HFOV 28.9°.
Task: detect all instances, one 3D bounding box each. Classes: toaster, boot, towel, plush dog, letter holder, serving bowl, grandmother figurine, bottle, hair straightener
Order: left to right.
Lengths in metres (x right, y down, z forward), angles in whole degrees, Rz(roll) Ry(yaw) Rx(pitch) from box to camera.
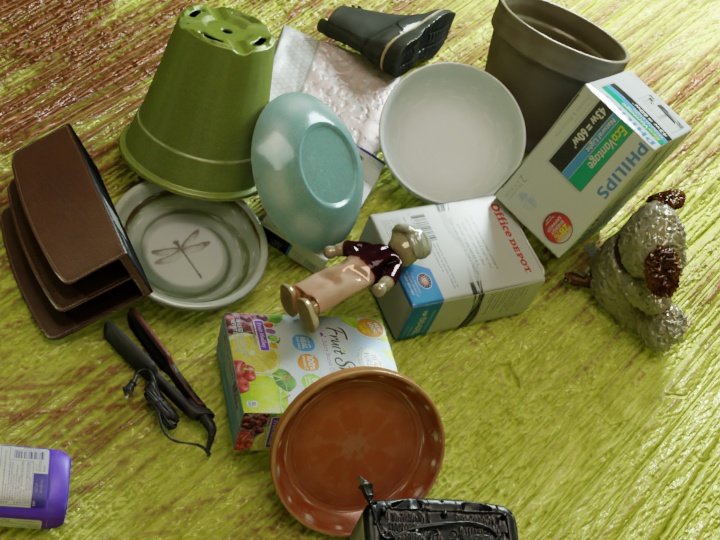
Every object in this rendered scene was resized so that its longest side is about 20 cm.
[{"bbox_3d":[-0.404,0.221,1.455,0.198,0.065,0.084,6,52,-14],"label":"bottle"},{"bbox_3d":[-0.350,-0.041,1.616,0.141,0.101,0.201,-27,61,-4],"label":"letter holder"},{"bbox_3d":[-0.236,0.136,1.600,0.077,0.041,0.200,-28,72,-33],"label":"hair straightener"},{"bbox_3d":[-0.049,-0.241,1.943,0.190,0.032,0.201,21,52,-4],"label":"towel"},{"bbox_3d":[0.000,0.000,1.671,0.199,0.061,0.121,-27,51,-26],"label":"grandmother figurine"},{"bbox_3d":[0.042,-0.360,2.029,0.138,0.078,0.200,29,32,17],"label":"boot"},{"bbox_3d":[0.077,0.338,1.500,0.179,0.119,0.201,5,56,-17],"label":"toaster"},{"bbox_3d":[0.121,-0.175,1.889,0.198,0.066,0.202,1,75,-4],"label":"serving bowl"},{"bbox_3d":[0.368,-0.019,1.832,0.159,0.172,0.201,14,52,-8],"label":"plush dog"}]

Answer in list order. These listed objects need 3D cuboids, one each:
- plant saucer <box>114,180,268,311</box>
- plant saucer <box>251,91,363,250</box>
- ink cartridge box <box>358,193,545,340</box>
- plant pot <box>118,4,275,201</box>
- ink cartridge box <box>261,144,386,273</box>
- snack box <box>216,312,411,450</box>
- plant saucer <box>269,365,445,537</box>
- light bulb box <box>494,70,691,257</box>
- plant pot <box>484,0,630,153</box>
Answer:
[{"bbox_3d":[-0.214,-0.024,1.712,0.198,0.050,0.201,9,53,-12],"label":"plant saucer"},{"bbox_3d":[-0.052,-0.127,1.738,0.200,0.038,0.203,14,72,-47],"label":"plant saucer"},{"bbox_3d":[0.114,-0.007,1.791,0.199,0.085,0.147,-10,58,-26],"label":"ink cartridge box"},{"bbox_3d":[-0.184,-0.220,1.742,0.198,0.191,0.201,14,32,-9],"label":"plant pot"},{"bbox_3d":[-0.049,-0.093,1.825,0.099,0.039,0.201,32,52,0],"label":"ink cartridge box"},{"bbox_3d":[-0.057,0.128,1.621,0.198,0.068,0.169,3,39,-19],"label":"snack box"},{"bbox_3d":[-0.004,0.199,1.548,0.199,0.202,0.032,2,18,-18],"label":"plant saucer"},{"bbox_3d":[0.308,-0.143,1.842,0.125,0.199,0.200,45,27,11],"label":"light bulb box"},{"bbox_3d":[0.250,-0.266,1.954,0.199,0.174,0.200,20,28,-11],"label":"plant pot"}]
